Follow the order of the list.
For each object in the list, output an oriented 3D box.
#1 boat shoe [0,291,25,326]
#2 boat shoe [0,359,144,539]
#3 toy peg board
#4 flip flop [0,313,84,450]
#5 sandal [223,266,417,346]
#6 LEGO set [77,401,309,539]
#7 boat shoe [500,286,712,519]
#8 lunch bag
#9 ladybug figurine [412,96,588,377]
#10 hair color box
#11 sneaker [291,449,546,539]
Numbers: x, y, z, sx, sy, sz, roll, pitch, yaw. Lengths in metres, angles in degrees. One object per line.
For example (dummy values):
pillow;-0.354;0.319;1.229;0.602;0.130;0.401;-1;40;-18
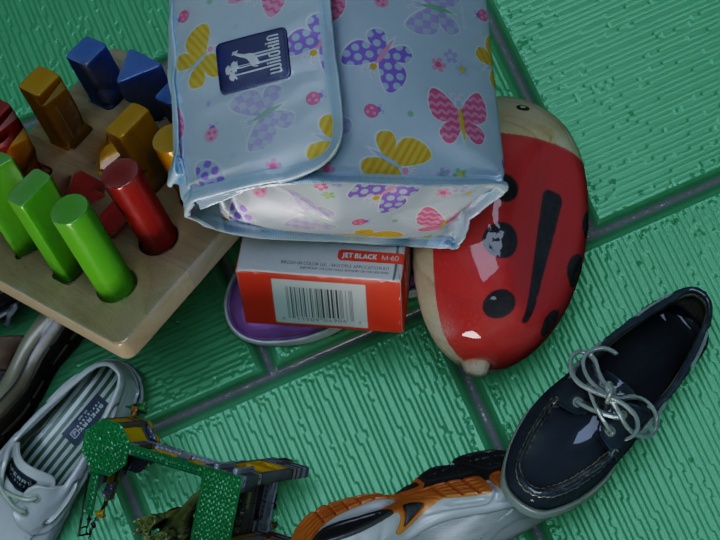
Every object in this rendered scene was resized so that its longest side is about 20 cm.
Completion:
boat shoe;-0.270;0.011;1.260;0.074;0.068;0.199;36;57;23
boat shoe;-0.228;0.140;1.226;0.074;0.067;0.200;31;81;11
toy peg board;-0.173;-0.076;1.177;0.200;0.098;0.199;25;65;34
flip flop;-0.248;0.066;1.238;0.058;0.081;0.200;32;77;6
sandal;-0.002;-0.007;1.252;0.202;0.050;0.083;-18;75;0
LEGO set;-0.116;0.190;1.199;0.154;0.116;0.200;3;89;25
boat shoe;0.168;0.084;1.179;0.200;0.062;0.075;-38;73;-27
lunch bag;-0.020;-0.110;1.113;0.200;0.127;0.170;3;67;-15
ladybug figurine;0.103;-0.025;1.209;0.136;0.072;0.200;18;75;-35
hair color box;-0.015;-0.058;1.223;0.111;0.064;0.200;3;52;5
sneaker;0.056;0.186;1.200;0.200;0.076;0.092;-16;106;-10
